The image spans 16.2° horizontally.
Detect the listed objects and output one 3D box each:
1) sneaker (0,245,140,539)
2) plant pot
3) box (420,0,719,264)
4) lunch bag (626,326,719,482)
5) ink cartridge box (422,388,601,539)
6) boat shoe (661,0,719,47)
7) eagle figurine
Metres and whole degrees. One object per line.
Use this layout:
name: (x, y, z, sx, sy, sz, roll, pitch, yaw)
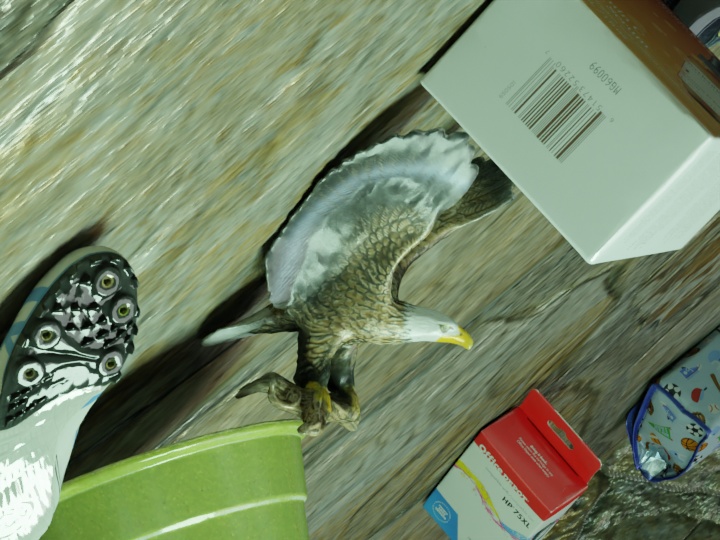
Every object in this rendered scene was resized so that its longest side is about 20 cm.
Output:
sneaker: (-0.174, 0.062, 1.323, 0.072, 0.073, 0.200, 5, 126, -33)
plant pot: (-0.099, 0.214, 1.580, 0.200, 0.190, 0.200, -17, 169, -4)
box: (0.152, -0.097, 1.519, 0.106, 0.152, 0.200, -47, 167, 18)
lunch bag: (0.449, 0.184, 3.355, 0.170, 0.124, 0.200, -36, 158, -26)
ink cartridge box: (0.160, 0.228, 2.672, 0.067, 0.116, 0.200, -30, 162, -39)
boat shoe: (0.231, -0.197, 1.626, 0.091, 0.071, 0.200, -31, 170, -42)
eagle figurine: (0.007, 0.002, 1.554, 0.152, 0.151, 0.200, 23, -84, 62)
